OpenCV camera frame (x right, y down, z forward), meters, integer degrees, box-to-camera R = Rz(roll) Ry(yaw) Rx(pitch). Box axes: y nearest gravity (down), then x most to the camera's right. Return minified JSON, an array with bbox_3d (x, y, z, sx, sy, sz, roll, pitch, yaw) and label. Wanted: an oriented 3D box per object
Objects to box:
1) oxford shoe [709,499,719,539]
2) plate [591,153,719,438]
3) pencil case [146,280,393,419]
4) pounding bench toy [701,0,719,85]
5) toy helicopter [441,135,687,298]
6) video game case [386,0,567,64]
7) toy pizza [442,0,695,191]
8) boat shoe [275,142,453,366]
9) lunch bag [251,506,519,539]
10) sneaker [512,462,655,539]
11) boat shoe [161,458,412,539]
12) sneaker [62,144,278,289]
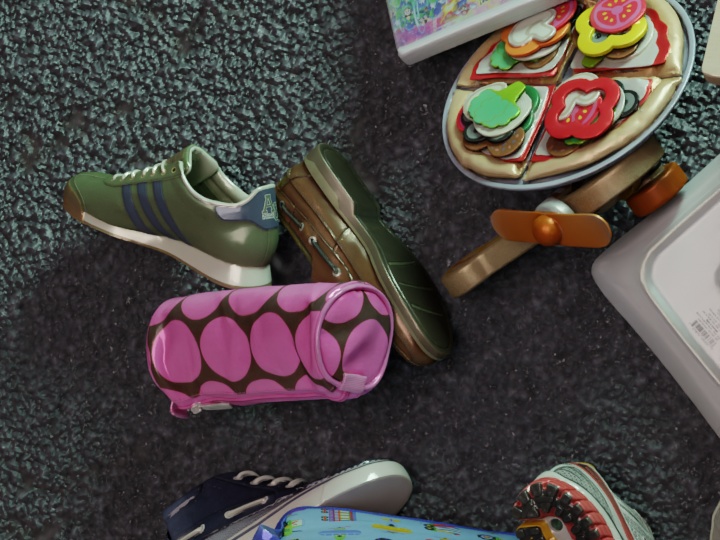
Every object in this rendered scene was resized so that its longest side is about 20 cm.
[{"bbox_3d":[0.285,0.164,1.411,0.075,0.058,0.201,17,106,14],"label":"oxford shoe"},{"bbox_3d":[0.291,0.009,1.451,0.200,0.032,0.200,-42,72,13],"label":"plate"},{"bbox_3d":[-0.069,0.060,1.528,0.199,0.091,0.094,-8,64,43],"label":"pencil case"},{"bbox_3d":[0.347,-0.149,1.362,0.199,0.156,0.125,9,73,22],"label":"pounding bench toy"},{"bbox_3d":[0.136,-0.033,1.471,0.200,0.132,0.079,-35,97,29],"label":"toy helicopter"},{"bbox_3d":[0.103,-0.271,1.540,0.199,0.024,0.183,-20,65,19],"label":"video game case"},{"bbox_3d":[0.145,-0.141,1.470,0.199,0.032,0.201,-20,43,20],"label":"toy pizza"},{"bbox_3d":[0.000,0.000,1.555,0.068,0.072,0.201,-40,63,19],"label":"boat shoe"},{"bbox_3d":[0.019,0.218,1.433,0.199,0.151,0.095,20,100,-4],"label":"lunch bag"},{"bbox_3d":[0.195,0.219,1.446,0.078,0.082,0.201,-34,90,34],"label":"sneaker"},{"bbox_3d":[-0.063,0.179,1.559,0.199,0.075,0.093,-28,49,0],"label":"boat shoe"},{"bbox_3d":[-0.144,-0.060,1.600,0.199,0.067,0.090,24,113,26],"label":"sneaker"}]
